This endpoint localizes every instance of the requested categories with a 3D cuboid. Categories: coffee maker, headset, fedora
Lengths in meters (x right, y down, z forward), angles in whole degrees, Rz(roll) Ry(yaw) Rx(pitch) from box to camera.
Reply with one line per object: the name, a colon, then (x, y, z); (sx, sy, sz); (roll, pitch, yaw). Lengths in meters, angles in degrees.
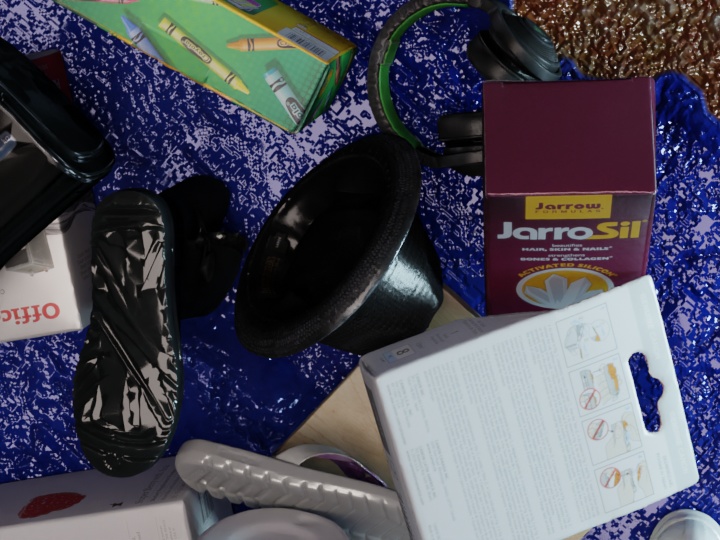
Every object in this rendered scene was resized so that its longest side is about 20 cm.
coffee maker: (-0.265, -0.036, 1.315); (0.200, 0.135, 0.192); (-41, 117, 14)
headset: (0.103, -0.120, 1.349); (0.199, 0.094, 0.124); (26, 105, 19)
fedora: (0.000, 0.000, 1.334); (0.091, 0.201, 0.201); (36, 107, -25)

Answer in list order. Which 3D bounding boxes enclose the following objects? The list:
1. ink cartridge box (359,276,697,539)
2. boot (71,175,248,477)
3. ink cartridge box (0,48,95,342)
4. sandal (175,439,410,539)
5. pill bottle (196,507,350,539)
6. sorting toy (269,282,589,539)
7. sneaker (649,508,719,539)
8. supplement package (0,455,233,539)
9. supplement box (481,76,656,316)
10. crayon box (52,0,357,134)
ink cartridge box: (0.114, 0.102, 1.289); (0.199, 0.047, 0.161); (-20, 110, -9)
boot: (-0.135, 0.035, 1.355); (0.076, 0.168, 0.202); (3, 94, 15)
ink cartridge box: (-0.277, -0.048, 1.409); (0.146, 0.083, 0.202); (-10, 100, 10)
sandal: (-0.030, 0.146, 1.354); (0.201, 0.083, 0.050); (16, 62, -1)
pill bottle: (-0.058, 0.278, 1.337); (0.113, 0.114, 0.202); (3, 113, 9)
sorting toy: (0.066, 0.140, 1.401); (0.200, 0.070, 0.199); (43, 105, -1)
sneaker: (0.218, 0.279, 1.397); (0.075, 0.089, 0.202); (10, 104, 6)
supplement package: (-0.200, 0.221, 1.436); (0.198, 0.121, 0.121); (-10, 101, 11)
supplement box: (0.136, -0.041, 1.275); (0.109, 0.200, 0.086); (0, 64, 4)
crayon box: (-0.108, -0.174, 1.335); (0.199, 0.119, 0.059); (29, 105, 2)
